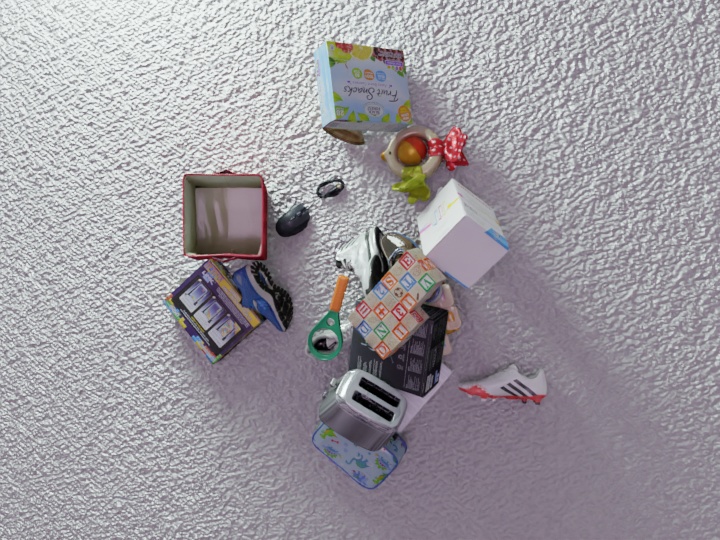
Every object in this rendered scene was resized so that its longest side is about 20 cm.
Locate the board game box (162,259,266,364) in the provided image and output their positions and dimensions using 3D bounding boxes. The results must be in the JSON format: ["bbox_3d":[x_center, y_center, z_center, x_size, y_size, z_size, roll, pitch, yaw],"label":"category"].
[{"bbox_3d":[-0.352,0.095,1.547,0.165,0.057,0.200,-40,87,8],"label":"board game box"}]

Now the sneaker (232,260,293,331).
[{"bbox_3d":[-0.228,0.065,1.495,0.089,0.079,0.201,-14,123,28],"label":"sneaker"}]

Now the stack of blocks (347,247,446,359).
[{"bbox_3d":[0.080,0.067,1.284,0.115,0.058,0.200,47,115,14],"label":"stack of blocks"}]

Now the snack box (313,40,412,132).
[{"bbox_3d":[0.007,-0.390,1.375,0.199,0.068,0.170,-4,86,-31],"label":"snack box"}]

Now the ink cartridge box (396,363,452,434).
[{"bbox_3d":[0.091,0.256,1.496,0.162,0.050,0.200,41,93,5],"label":"ink cartridge box"}]

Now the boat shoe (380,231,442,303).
[{"bbox_3d":[0.099,-0.018,1.361,0.072,0.072,0.200,-50,56,14],"label":"boat shoe"}]

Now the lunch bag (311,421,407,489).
[{"bbox_3d":[-0.006,0.400,1.485,0.200,0.082,0.161,39,122,6],"label":"lunch bag"}]

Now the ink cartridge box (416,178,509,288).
[{"bbox_3d":[0.211,-0.086,1.360,0.128,0.201,0.125,34,115,-20],"label":"ink cartridge box"}]

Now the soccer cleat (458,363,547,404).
[{"bbox_3d":[0.321,0.252,1.445,0.198,0.069,0.086,4,87,6],"label":"soccer cleat"}]

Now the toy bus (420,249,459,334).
[{"bbox_3d":[0.162,0.050,1.444,0.065,0.078,0.201,-19,91,11],"label":"toy bus"}]

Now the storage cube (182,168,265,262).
[{"bbox_3d":[-0.295,-0.115,1.432,0.169,0.180,0.202,0,87,-5],"label":"storage cube"}]

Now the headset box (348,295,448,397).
[{"bbox_3d":[0.074,0.155,1.391,0.199,0.093,0.176,13,106,25],"label":"headset box"}]

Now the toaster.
[{"bbox_3d":[0.014,0.301,1.371,0.199,0.114,0.129,32,143,1],"label":"toaster"}]

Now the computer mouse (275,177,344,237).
[{"bbox_3d":[-0.120,-0.148,1.498,0.200,0.034,0.059,-40,87,10],"label":"computer mouse"}]

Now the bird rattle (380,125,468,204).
[{"bbox_3d":[0.135,-0.255,1.416,0.163,0.113,0.200,45,98,20],"label":"bird rattle"}]

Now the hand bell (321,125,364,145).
[{"bbox_3d":[-0.004,-0.396,1.443,0.103,0.104,0.201,20,85,7],"label":"hand bell"}]

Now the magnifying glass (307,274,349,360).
[{"bbox_3d":[-0.064,0.107,1.428,0.079,0.022,0.201,18,107,6],"label":"magnifying glass"}]

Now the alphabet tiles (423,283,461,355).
[{"bbox_3d":[0.123,0.101,1.416,0.199,0.015,0.197,-18,92,30],"label":"alphabet tiles"}]

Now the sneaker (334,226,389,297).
[{"bbox_3d":[0.000,0.000,1.433,0.115,0.201,0.076,-22,131,25],"label":"sneaker"}]

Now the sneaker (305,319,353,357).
[{"bbox_3d":[-0.039,0.154,1.487,0.199,0.081,0.076,-26,88,9],"label":"sneaker"}]
